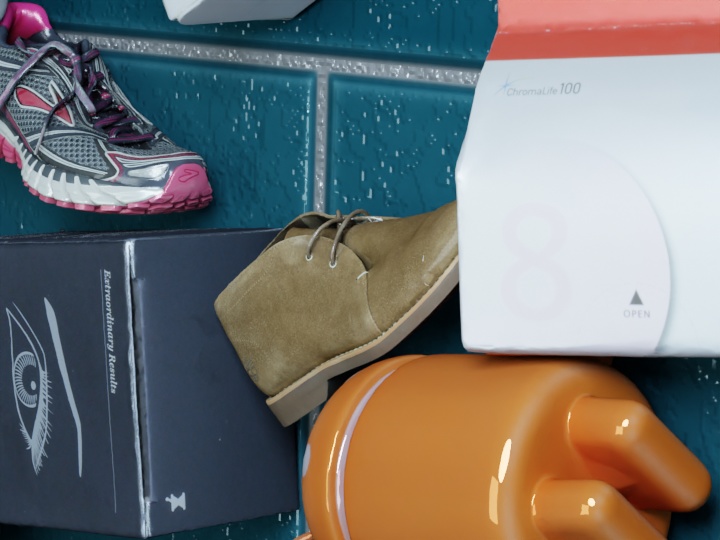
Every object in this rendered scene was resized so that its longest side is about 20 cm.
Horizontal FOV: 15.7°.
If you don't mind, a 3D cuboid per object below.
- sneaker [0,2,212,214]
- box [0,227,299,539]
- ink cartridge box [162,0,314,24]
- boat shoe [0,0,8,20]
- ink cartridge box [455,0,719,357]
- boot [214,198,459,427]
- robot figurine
[{"bbox_3d":[-0.149,-0.080,1.361,0.200,0.080,0.075,29,112,43],"label":"sneaker"},{"bbox_3d":[-0.134,0.054,1.342,0.199,0.104,0.149,1,95,47],"label":"box"},{"bbox_3d":[-0.050,-0.235,1.234,0.145,0.083,0.201,-32,71,45],"label":"ink cartridge box"},{"bbox_3d":[-0.274,-0.167,1.429,0.199,0.071,0.070,22,152,17],"label":"boat shoe"},{"bbox_3d":[0.118,-0.066,1.064,0.162,0.057,0.202,0,98,29],"label":"ink cartridge box"},{"bbox_3d":[0.000,0.000,1.201,0.076,0.074,0.200,52,134,-1],"label":"boot"},{"bbox_3d":[0.053,0.095,1.133,0.199,0.116,0.145,-1,93,47],"label":"robot figurine"}]
